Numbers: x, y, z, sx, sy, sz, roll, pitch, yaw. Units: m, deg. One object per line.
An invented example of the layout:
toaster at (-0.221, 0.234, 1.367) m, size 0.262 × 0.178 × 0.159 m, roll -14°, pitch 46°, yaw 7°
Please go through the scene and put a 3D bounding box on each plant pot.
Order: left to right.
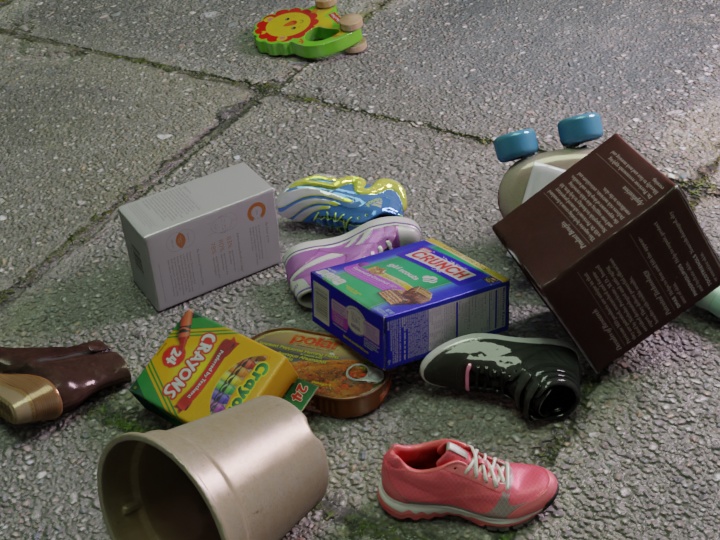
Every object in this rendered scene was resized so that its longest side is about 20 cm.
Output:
plant pot at (-0.137, 0.226, 1.152) m, size 0.199 × 0.203 × 0.183 m, roll 24°, pitch 33°, yaw 34°

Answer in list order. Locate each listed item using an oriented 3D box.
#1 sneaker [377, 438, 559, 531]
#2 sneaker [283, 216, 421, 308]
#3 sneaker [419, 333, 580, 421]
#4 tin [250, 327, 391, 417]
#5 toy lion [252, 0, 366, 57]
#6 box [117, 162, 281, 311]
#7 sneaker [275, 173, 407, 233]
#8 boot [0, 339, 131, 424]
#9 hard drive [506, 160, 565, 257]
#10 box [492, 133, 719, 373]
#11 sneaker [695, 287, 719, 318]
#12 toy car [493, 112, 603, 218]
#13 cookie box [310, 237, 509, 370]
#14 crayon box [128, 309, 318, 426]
sneaker at (0.115, 0.222, 1.196) m, size 0.197 × 0.088 × 0.074 m, roll -1°, pitch 37°, yaw 4°
sneaker at (0.000, 0.001, 1.534) m, size 0.198 × 0.073 × 0.115 m, roll -19°, pitch 41°, yaw -2°
sneaker at (0.172, 0.130, 1.329) m, size 0.197 × 0.072 × 0.100 m, roll -1°, pitch 31°, yaw -3°
tin at (-0.057, 0.125, 1.389) m, size 0.197 × 0.042 × 0.112 m, roll 9°, pitch 42°, yaw 19°
toy lion at (-0.109, -0.467, 2.192) m, size 0.190 × 0.069 × 0.200 m, roll -24°, pitch 40°, yaw -14°
box at (-0.222, -0.050, 1.569) m, size 0.198 × 0.126 × 0.097 m, roll -22°, pitch 39°, yaw -24°
sneaker at (-0.025, -0.089, 1.647) m, size 0.197 × 0.077 × 0.106 m, roll -7°, pitch 36°, yaw -5°
boot at (-0.408, 0.124, 1.420) m, size 0.165 × 0.073 × 0.199 m, roll -20°, pitch 36°, yaw -41°
hard drive at (0.308, -0.054, 1.494) m, size 0.197 × 0.134 × 0.026 m, roll 17°, pitch 3°, yaw 6°
box at (0.303, -0.024, 1.371) m, size 0.199 × 0.165 × 0.166 m, roll -36°, pitch 33°, yaw 6°
sneaker at (0.504, -0.011, 1.483) m, size 0.117 × 0.074 × 0.200 m, roll 27°, pitch 48°, yaw 26°
toy car at (0.283, -0.110, 1.610) m, size 0.174 × 0.187 × 0.200 m, roll -14°, pitch -1°, yaw 7°
cookie box at (0.063, 0.037, 1.424) m, size 0.198 × 0.076 × 0.171 m, roll -15°, pitch 28°, yaw -31°
crayon box at (-0.163, 0.139, 1.333) m, size 0.198 × 0.051 × 0.128 m, roll 21°, pitch 66°, yaw 31°
